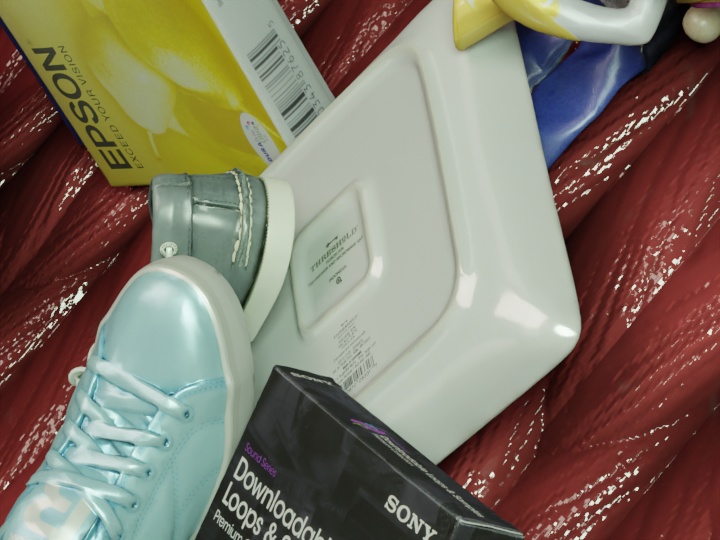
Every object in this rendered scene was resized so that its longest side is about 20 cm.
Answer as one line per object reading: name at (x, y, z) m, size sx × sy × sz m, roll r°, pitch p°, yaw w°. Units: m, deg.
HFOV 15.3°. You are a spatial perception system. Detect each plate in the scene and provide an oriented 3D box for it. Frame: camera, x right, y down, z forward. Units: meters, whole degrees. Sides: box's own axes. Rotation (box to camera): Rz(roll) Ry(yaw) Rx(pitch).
plate at (0.000, 0.000, 1.088) m, size 0.200 × 0.032 × 0.200 m, roll -42°, pitch 42°, yaw 35°

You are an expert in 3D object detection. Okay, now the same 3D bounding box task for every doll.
doll at (0.107, -0.115, 1.107) m, size 0.200 × 0.048 × 0.136 m, roll -47°, pitch 37°, yaw 7°

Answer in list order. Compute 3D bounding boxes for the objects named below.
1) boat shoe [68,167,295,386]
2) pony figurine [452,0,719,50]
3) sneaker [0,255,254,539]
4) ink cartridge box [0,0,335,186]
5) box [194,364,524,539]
boat shoe at (-0.089, 0.032, 1.121) m, size 0.073 × 0.062 × 0.200 m, roll -101°, pitch 31°, yaw -43°
pony figurine at (0.131, -0.168, 1.013) m, size 0.200 × 0.167 × 0.193 m, roll 1°, pitch 94°, yaw 14°
sneaker at (-0.099, 0.092, 1.036) m, size 0.074 × 0.082 × 0.200 m, roll 20°, pitch 101°, yaw 19°
ink cartridge box at (-0.126, -0.125, 1.234) m, size 0.200 × 0.198 × 0.047 m, roll -3°, pitch 39°, yaw 44°
box at (-0.028, 0.152, 0.997) m, size 0.143 × 0.036 × 0.200 m, roll 35°, pitch 102°, yaw 53°
